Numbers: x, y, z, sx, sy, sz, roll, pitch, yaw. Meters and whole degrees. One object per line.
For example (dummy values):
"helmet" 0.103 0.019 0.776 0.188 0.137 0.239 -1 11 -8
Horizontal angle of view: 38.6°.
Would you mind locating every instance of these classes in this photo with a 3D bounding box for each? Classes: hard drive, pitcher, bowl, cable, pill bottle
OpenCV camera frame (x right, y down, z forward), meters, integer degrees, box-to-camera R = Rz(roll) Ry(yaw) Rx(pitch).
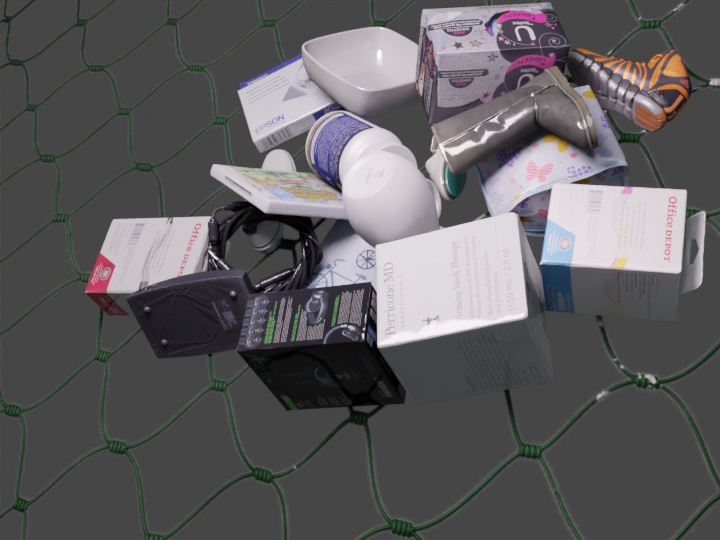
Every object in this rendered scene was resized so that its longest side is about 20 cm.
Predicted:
"hard drive" -0.241 0.063 1.557 0.197 0.136 0.043 -10 33 18
"pitcher" 0.060 -0.093 1.454 0.120 0.200 0.174 -12 50 27
"bowl" 0.016 -0.326 1.714 0.198 0.075 0.200 -20 46 -33
"cable" -0.151 -0.025 1.573 0.197 0.051 0.166 5 81 21
"pill bottle" 0.002 -0.171 1.587 0.115 0.116 0.200 -41 32 -8

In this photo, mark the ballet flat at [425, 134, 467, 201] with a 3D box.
"ballet flat" 0.136 -0.179 1.604 0.068 0.070 0.202 -1 49 23

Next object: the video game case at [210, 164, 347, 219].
"video game case" -0.104 -0.121 1.582 0.182 0.198 0.022 34 115 48

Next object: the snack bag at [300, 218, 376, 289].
"snack bag" 0.000 0.000 1.561 0.187 0.021 0.201 18 66 32

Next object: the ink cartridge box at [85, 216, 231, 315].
"ink cartridge box" -0.326 -0.006 1.671 0.197 0.084 0.147 0 57 23

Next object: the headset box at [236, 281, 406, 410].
"headset box" -0.052 0.108 1.406 0.197 0.175 0.094 -5 54 20

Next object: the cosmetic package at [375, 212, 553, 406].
"cosmetic package" 0.138 0.056 1.364 0.197 0.167 0.169 -13 52 16

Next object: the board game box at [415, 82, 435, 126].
"board game box" 0.201 -0.270 1.601 0.197 0.047 0.153 -10 50 -11

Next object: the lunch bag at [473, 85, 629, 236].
"lunch bag" 0.266 -0.150 1.482 0.197 0.128 0.171 -16 53 0

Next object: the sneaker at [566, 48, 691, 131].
"sneaker" 0.413 -0.296 1.559 0.112 0.078 0.200 -41 61 -13

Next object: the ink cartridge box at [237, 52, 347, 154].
"ink cartridge box" -0.119 -0.325 1.834 0.197 0.041 0.202 -26 50 5

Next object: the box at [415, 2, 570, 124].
"box" 0.191 -0.305 1.511 0.197 0.133 0.116 -5 48 -8

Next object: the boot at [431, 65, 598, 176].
"boot" 0.208 -0.187 1.411 0.198 0.073 0.183 -23 39 0

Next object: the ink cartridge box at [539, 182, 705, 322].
"ink cartridge box" 0.344 -0.022 1.341 0.197 0.126 0.130 6 59 17

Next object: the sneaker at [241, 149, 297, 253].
"sneaker" -0.149 -0.128 1.686 0.072 0.071 0.202 -8 54 19
